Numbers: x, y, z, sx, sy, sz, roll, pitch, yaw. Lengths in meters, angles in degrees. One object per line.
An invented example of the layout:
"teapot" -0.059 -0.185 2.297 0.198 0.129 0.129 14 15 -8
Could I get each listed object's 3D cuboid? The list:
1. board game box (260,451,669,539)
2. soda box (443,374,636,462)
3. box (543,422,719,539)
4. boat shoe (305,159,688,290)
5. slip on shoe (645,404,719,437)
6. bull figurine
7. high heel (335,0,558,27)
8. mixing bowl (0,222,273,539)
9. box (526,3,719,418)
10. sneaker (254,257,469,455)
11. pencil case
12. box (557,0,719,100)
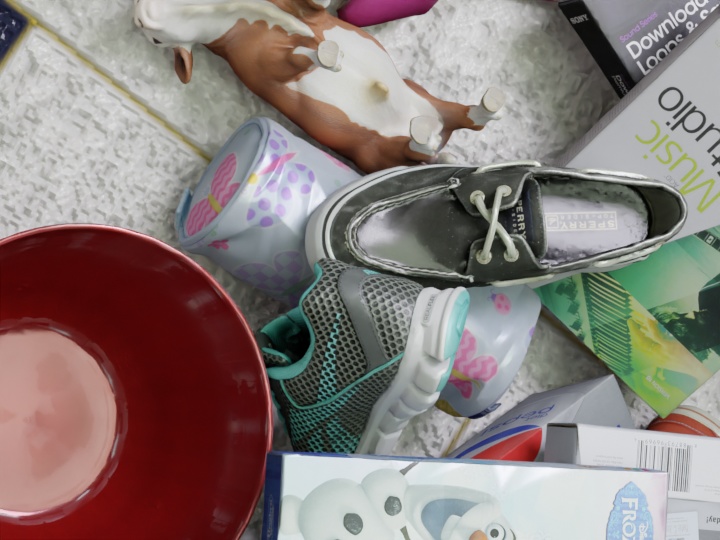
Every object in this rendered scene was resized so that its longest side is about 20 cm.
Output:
"board game box" 0.048 0.192 1.186 0.198 0.043 0.201 4 87 -14
"soda box" 0.073 0.128 1.299 0.200 0.063 0.068 -30 99 -45
"box" 0.165 0.186 1.268 0.155 0.041 0.201 6 85 -20
"boat shoe" 0.071 -0.026 1.246 0.199 0.064 0.071 -7 86 -21
"slip on shoe" 0.229 0.159 1.363 0.200 0.074 0.061 43 43 13
"bull figurine" -0.021 -0.107 1.280 0.200 0.121 0.065 30 74 -25
"high heel" 0.082 -0.156 1.344 0.200 0.067 0.096 -31 93 -23
"mixing bowl" -0.155 0.078 1.220 0.200 0.108 0.201 1 88 -23
"box" 0.185 -0.034 1.322 0.144 0.036 0.200 43 111 -6
"sneaker" -0.016 0.056 1.249 0.091 0.200 0.078 24 48 -6
"pencil case" 0.000 0.000 1.300 0.200 0.091 0.083 33 58 -20
"box" 0.220 -0.110 1.365 0.143 0.036 0.200 -39 101 -16
